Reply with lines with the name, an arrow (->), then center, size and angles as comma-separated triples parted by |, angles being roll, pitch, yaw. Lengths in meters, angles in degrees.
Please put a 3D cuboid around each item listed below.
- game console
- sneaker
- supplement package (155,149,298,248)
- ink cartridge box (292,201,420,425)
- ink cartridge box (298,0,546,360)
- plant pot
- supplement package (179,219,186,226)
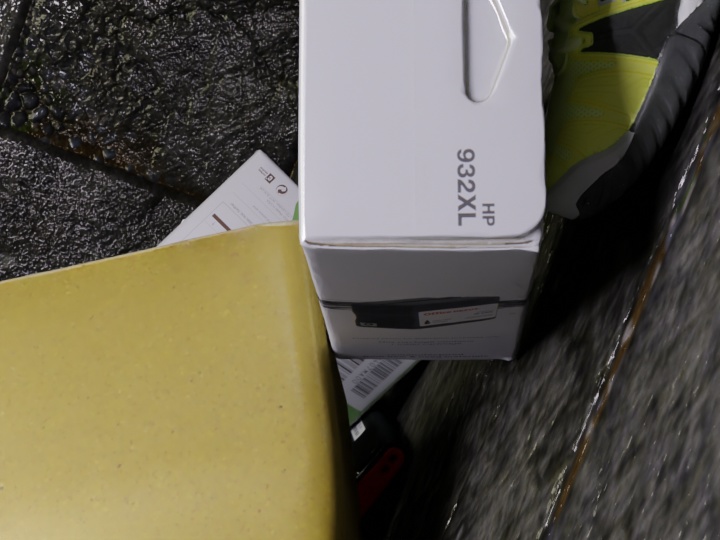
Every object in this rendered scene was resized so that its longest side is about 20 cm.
game console -> -0.041, 0.149, 1.040 | 0.177, 0.031, 0.200 | -47, 8, 1
sneaker -> 0.095, -0.117, 0.682 | 0.075, 0.076, 0.200 | 161, 127, -80
supplement package -> -0.099, 0.037, 1.295 | 0.200, 0.120, 0.121 | -44, -7, -10
ink cartridge box -> 0.000, 0.000, 1.093 | 0.104, 0.059, 0.200 | -44, 19, 30
ink cartridge box -> 0.023, -0.054, 0.703 | 0.200, 0.084, 0.145 | 81, -172, -77
plant pot -> -0.088, 0.127, 0.815 | 0.196, 0.194, 0.200 | 81, 176, -62
supplement package -> -0.103, 0.069, 1.460 | 0.200, 0.152, 0.151 | 140, 150, -78
